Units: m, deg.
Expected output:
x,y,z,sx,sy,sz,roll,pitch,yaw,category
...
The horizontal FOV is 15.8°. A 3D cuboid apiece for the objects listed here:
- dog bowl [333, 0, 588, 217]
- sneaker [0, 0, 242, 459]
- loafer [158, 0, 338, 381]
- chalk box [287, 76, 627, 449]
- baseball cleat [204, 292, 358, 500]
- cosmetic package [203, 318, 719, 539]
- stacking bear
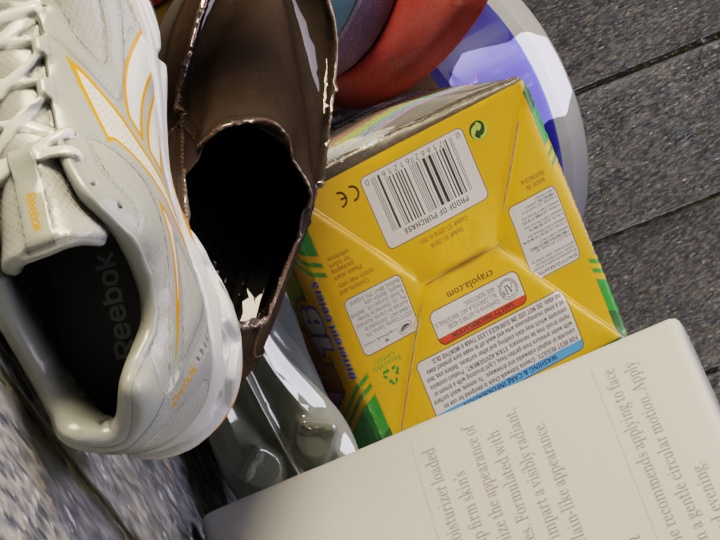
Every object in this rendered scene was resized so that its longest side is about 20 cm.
x,y,z,sx,sy,sz,roll,pitch,yaw,category
0.009,-0.060,1.260,0.079,0.200,0.201,-31,102,-41,dog bowl
-0.094,-0.036,0.802,0.092,0.075,0.201,-18,85,-80,sneaker
-0.038,-0.040,0.943,0.073,0.071,0.201,22,58,-24,loafer
0.000,0.000,1.132,0.200,0.124,0.124,-1,-66,67,chalk box
-0.061,0.018,1.030,0.106,0.069,0.201,180,-110,-79,baseball cleat
0.069,0.157,0.948,0.165,0.199,0.165,-105,171,-53,cosmetic package
-0.064,-0.144,1.083,0.199,0.114,0.122,16,35,-38,stacking bear
